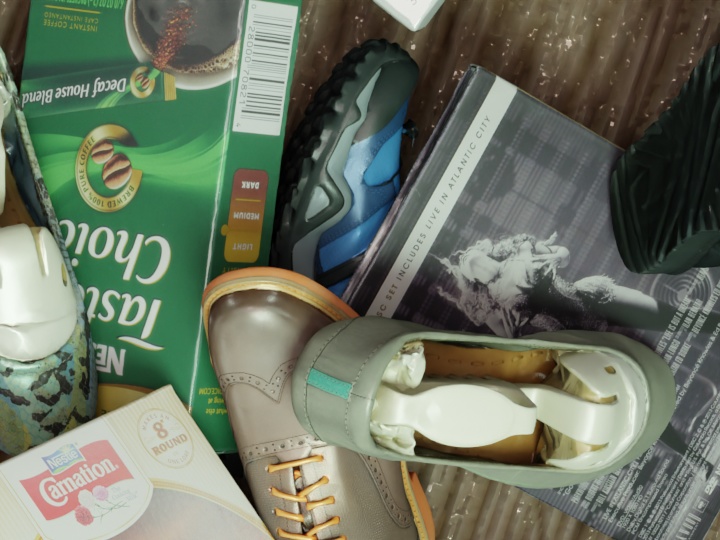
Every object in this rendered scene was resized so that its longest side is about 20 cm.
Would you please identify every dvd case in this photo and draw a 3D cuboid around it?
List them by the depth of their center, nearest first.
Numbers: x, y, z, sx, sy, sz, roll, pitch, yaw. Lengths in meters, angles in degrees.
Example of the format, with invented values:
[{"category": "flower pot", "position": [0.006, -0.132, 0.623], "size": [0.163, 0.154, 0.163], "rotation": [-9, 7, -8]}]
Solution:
[{"category": "dvd case", "position": [0.093, 0.023, 1.278], "size": [0.200, 0.016, 0.149], "rotation": [28, 93, -20]}]

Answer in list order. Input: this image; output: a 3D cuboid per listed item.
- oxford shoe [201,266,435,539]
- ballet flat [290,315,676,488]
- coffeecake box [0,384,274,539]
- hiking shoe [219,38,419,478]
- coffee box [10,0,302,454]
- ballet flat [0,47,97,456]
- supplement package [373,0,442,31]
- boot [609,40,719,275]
[{"category": "oxford shoe", "position": [-0.014, 0.083, 1.225], "size": [0.071, 0.073, 0.200], "rotation": [-13, 130, 17]}, {"category": "ballet flat", "position": [0.064, 0.058, 1.206], "size": [0.199, 0.064, 0.068], "rotation": [6, 97, -36]}, {"category": "coffeecake box", "position": [-0.085, 0.164, 1.167], "size": [0.073, 0.153, 0.200], "rotation": [-42, 79, 39]}, {"category": "hiking shoe", "position": [0.000, 0.000, 1.291], "size": [0.086, 0.074, 0.201], "rotation": [14, 103, -10]}, {"category": "coffee box", "position": [-0.094, -0.029, 1.269], "size": [0.123, 0.044, 0.201], "rotation": [12, 96, 35]}, {"category": "ballet flat", "position": [-0.156, -0.020, 1.238], "size": [0.074, 0.074, 0.201], "rotation": [-23, 73, 3]}, {"category": "supplement package", "position": [0.041, -0.209, 1.224], "size": [0.111, 0.156, 0.200], "rotation": [37, 95, -1]}, {"category": "boot", "position": [0.209, -0.048, 1.197], "size": [0.167, 0.200, 0.077], "rotation": [-5, 77, -17]}]
